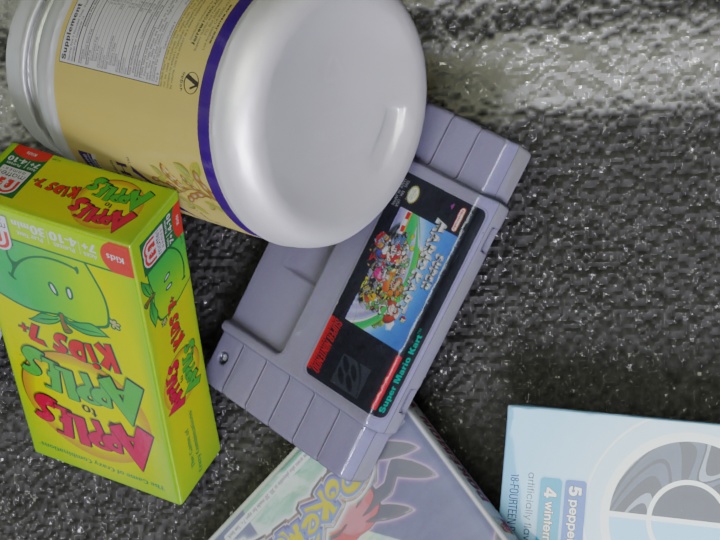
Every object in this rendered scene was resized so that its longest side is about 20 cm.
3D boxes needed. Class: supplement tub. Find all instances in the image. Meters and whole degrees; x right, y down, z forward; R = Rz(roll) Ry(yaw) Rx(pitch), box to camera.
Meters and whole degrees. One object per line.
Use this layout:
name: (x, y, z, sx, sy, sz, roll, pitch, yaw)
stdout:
supplement tub: (-0.080, -0.101, 0.883, 0.200, 0.145, 0.146, 17, 92, 40)

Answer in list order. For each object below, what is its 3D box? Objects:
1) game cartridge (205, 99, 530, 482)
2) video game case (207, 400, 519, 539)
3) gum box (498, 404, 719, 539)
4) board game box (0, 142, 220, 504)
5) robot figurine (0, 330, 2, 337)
game cartridge: (0.000, 0.000, 0.905, 0.130, 0.038, 0.200, 31, 97, 44)
video game case: (-0.010, 0.181, 0.886, 0.200, 0.023, 0.182, -47, 52, 11)
gum box: (0.168, 0.161, 0.844, 0.200, 0.045, 0.170, 4, 87, 20)
board game box: (-0.141, 0.033, 0.898, 0.101, 0.200, 0.048, 16, 47, 20)
robot figurine: (-0.294, 0.009, 0.981, 0.200, 0.113, 0.170, 15, 54, 11)
